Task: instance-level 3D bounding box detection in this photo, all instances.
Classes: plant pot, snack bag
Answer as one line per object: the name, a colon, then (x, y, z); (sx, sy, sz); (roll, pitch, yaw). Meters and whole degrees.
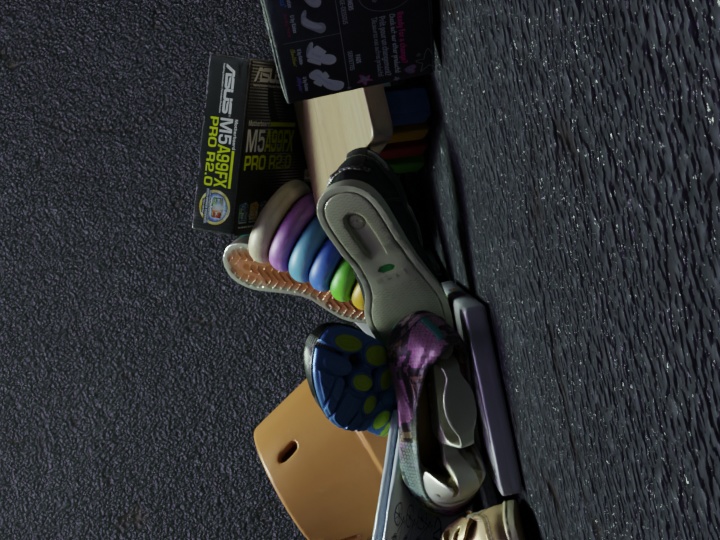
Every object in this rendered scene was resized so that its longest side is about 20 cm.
plant pot: (-0.010, 0.176, 1.238); (0.200, 0.140, 0.200); (60, -177, -4)
snack bag: (0.058, 0.226, 1.092); (0.200, 0.021, 0.189); (31, -115, -61)

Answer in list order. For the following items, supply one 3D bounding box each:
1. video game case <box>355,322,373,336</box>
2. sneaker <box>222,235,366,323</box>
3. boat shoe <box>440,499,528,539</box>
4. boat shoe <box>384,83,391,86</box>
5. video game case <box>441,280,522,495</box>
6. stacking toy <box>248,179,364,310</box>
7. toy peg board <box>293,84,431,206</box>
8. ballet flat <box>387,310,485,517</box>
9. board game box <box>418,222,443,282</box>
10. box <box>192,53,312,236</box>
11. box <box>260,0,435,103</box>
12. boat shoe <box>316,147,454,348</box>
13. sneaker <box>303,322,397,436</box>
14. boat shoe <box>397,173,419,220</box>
video game case: (0.002, -0.029, 1.469); (0.200, 0.023, 0.182); (47, -138, -57)
sneaker: (-0.035, -0.008, 1.311); (0.080, 0.200, 0.072); (-52, -26, -51)
boat shoe: (0.095, 0.223, 1.007); (0.200, 0.069, 0.074); (83, 175, -75)
boat shoe: (-0.004, -0.151, 1.331); (0.200, 0.091, 0.071); (-105, 3, -58)
video game case: (0.093, 0.087, 1.037); (0.200, 0.018, 0.144); (-123, 20, -84)
stacking toy: (0.000, 0.000, 1.170); (0.200, 0.085, 0.085); (31, 160, 13)
toy peg board: (0.010, -0.178, 1.095); (0.199, 0.098, 0.200); (134, 125, -69)
ballet flat: (0.065, 0.125, 0.983); (0.071, 0.069, 0.200); (40, 147, 54)
board game box: (0.068, 0.037, 1.301); (0.200, 0.028, 0.136); (-105, 4, -71)
box: (-0.088, -0.120, 1.231); (0.200, 0.044, 0.161); (-13, -68, -69)
box: (-0.022, -0.242, 0.907); (0.132, 0.114, 0.200); (78, 180, -61)
boat shoe: (0.029, -0.005, 1.019); (0.068, 0.072, 0.200); (-77, -32, -51)
sneaker: (-0.012, 0.083, 1.021); (0.083, 0.071, 0.200); (35, 176, 20)
boat shoe: (0.025, -0.056, 1.304); (0.200, 0.070, 0.071); (-60, -24, -65)
